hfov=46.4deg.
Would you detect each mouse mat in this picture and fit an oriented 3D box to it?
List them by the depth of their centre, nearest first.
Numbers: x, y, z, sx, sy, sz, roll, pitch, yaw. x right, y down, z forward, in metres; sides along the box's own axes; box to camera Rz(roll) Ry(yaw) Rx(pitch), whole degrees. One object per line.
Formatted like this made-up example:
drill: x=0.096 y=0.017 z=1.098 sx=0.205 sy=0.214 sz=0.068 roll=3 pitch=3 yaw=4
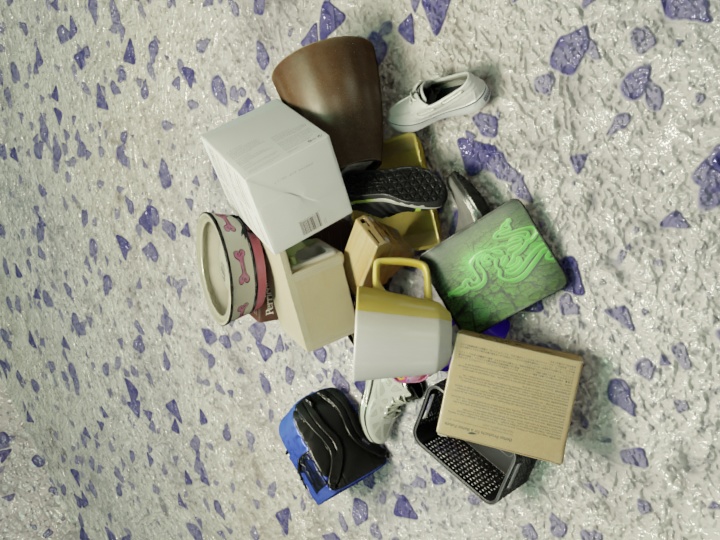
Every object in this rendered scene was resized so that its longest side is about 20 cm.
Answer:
mouse mat: x=0.207 y=0.000 z=1.335 sx=0.200 sy=0.008 sz=0.161 roll=-32 pitch=89 yaw=25

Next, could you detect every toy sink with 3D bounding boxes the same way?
toy sink: x=-0.091 y=0.015 z=1.455 sx=0.130 sy=0.112 sz=0.201 roll=28 pitch=137 yaw=61

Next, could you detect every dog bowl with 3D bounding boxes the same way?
dog bowl: x=-0.226 y=-0.008 z=1.475 sx=0.200 sy=0.073 sz=0.201 roll=36 pitch=132 yaw=56

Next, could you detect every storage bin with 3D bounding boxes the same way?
storage bin: x=0.202 y=0.285 z=1.455 sx=0.200 sy=0.093 sz=0.136 roll=38 pitch=127 yaw=33

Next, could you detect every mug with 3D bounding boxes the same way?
mug: x=0.067 y=0.086 z=1.328 sx=0.152 sy=0.150 sz=0.188 roll=3 pitch=108 yaw=1

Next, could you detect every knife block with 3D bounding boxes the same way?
knife block: x=0.000 y=0.000 z=1.448 sx=0.176 sy=0.200 sz=0.064 roll=-44 pitch=69 yaw=13

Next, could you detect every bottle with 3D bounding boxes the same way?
bottle: x=0.167 y=0.124 z=1.452 sx=0.084 sy=0.065 sz=0.200 roll=43 pitch=135 yaw=-4

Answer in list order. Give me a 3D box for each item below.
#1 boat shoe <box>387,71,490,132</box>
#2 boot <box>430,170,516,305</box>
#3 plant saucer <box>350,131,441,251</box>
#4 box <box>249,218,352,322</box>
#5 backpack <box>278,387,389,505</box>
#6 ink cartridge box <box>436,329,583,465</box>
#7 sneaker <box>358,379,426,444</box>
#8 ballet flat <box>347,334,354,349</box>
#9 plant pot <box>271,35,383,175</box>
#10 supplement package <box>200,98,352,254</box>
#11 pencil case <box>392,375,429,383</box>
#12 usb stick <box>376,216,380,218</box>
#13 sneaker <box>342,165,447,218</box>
boat shoe: x=0.114 y=-0.282 z=1.366 sx=0.199 sy=0.065 sz=0.074 roll=-12 pitch=55 yaw=40
boot: x=0.159 y=-0.051 z=1.378 sx=0.131 sy=0.070 sz=0.201 roll=-33 pitch=76 yaw=25
plant saucer: x=0.061 y=-0.132 z=1.497 sx=0.199 sy=0.048 sz=0.201 roll=-8 pitch=97 yaw=47
box: x=-0.132 y=-0.015 z=1.595 sx=0.164 sy=0.199 sz=0.167 roll=28 pitch=124 yaw=60
backpack: x=-0.077 y=0.356 z=1.714 sx=0.201 sy=0.162 sz=0.168 roll=58 pitch=138 yaw=14
ink cartridge box: x=0.234 y=0.194 z=1.317 sx=0.199 sy=0.075 sz=0.166 roll=13 pitch=95 yaw=11
sneaker: x=0.062 y=0.252 z=1.599 sx=0.115 sy=0.075 sz=0.202 roll=17 pitch=112 yaw=43
ballet flat: x=-0.009 y=0.134 z=1.585 sx=0.200 sy=0.046 sz=0.068 roll=-115 pitch=9 yaw=-60
plant pot: x=-0.036 y=-0.262 z=1.434 sx=0.187 sy=0.186 sz=0.201 roll=-28 pitch=74 yaw=46
supplement package: x=-0.138 y=-0.158 z=1.378 sx=0.200 sy=0.151 sz=0.151 roll=43 pitch=157 yaw=49
pencil case: x=0.061 y=0.120 z=1.495 sx=0.200 sy=0.087 sz=0.088 roll=-120 pitch=34 yaw=-58
usb stick: x=-0.023 y=-0.144 z=1.521 sx=0.199 sy=0.033 sz=0.056 roll=24 pitch=118 yaw=38
sneaker: x=0.055 y=-0.127 z=1.407 sx=0.199 sy=0.083 sz=0.072 roll=8 pitch=66 yaw=23
